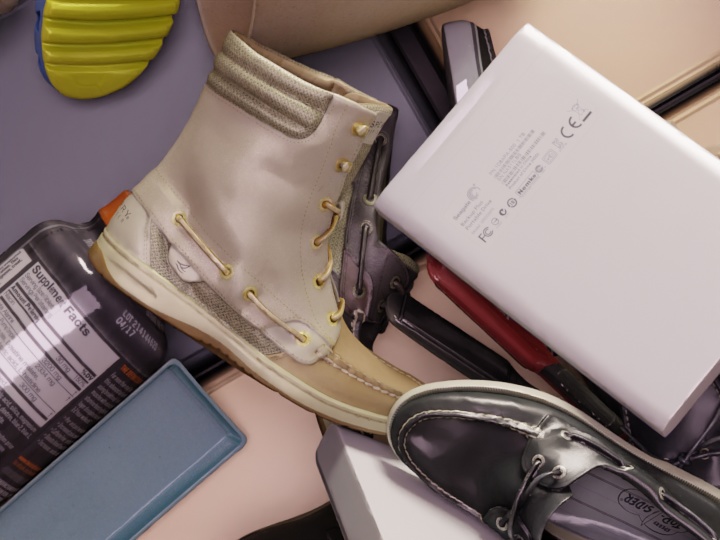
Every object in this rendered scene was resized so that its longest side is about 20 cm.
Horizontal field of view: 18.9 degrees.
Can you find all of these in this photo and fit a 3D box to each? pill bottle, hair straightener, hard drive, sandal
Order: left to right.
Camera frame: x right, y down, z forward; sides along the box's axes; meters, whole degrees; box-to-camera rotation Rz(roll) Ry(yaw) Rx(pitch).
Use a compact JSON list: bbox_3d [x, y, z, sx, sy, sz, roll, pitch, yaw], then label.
[{"bbox_3d":[-0.180,0.045,1.198,0.200,0.106,0.106,-40,88,-3],"label":"pill bottle"},{"bbox_3d":[-0.143,-0.197,1.231,0.079,0.087,0.201,8,106,-26],"label":"sandal"},{"bbox_3d":[0.078,0.154,1.136,0.199,0.132,0.027,24,109,-24],"label":"hard drive"},{"bbox_3d":[0.089,0.076,1.207,0.200,0.041,0.077,39,113,-17],"label":"hair straightener"},{"bbox_3d":[0.124,-0.024,1.142,0.200,0.025,0.132,38,84,21],"label":"hard drive"}]

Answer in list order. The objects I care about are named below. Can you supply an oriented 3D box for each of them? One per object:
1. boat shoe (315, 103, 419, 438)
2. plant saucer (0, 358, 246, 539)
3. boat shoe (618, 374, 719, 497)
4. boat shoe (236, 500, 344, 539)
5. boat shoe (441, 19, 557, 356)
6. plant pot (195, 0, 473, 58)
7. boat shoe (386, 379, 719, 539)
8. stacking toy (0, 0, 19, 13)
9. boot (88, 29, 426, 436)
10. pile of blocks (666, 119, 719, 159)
[{"bbox_3d":[0.000,0.000,1.220,0.066,0.072,0.202,-4,82,4],"label":"boat shoe"},{"bbox_3d":[-0.161,0.136,1.226,0.200,0.019,0.070,-41,112,-4],"label":"plant saucer"},{"bbox_3d":[0.180,0.100,1.161,0.074,0.062,0.201,-15,104,25],"label":"boat shoe"},{"bbox_3d":[-0.001,0.156,1.209,0.199,0.074,0.076,-14,78,-23],"label":"boat shoe"},{"bbox_3d":[0.091,-0.047,1.228,0.056,0.069,0.201,-15,94,0],"label":"boat shoe"},{"bbox_3d":[0.016,-0.210,1.194,0.199,0.187,0.188,-5,86,-16],"label":"plant pot"},{"bbox_3d":[0.105,0.119,1.107,0.199,0.066,0.075,27,112,-5],"label":"boat shoe"},{"bbox_3d":[-0.284,-0.106,1.223,0.085,0.085,0.200,39,91,2],"label":"stacking toy"},{"bbox_3d":[-0.021,-0.017,1.132,0.200,0.072,0.155,31,98,-9],"label":"boot"},{"bbox_3d":[0.190,0.013,1.206,0.062,0.082,0.201,-13,85,41],"label":"pile of blocks"}]
